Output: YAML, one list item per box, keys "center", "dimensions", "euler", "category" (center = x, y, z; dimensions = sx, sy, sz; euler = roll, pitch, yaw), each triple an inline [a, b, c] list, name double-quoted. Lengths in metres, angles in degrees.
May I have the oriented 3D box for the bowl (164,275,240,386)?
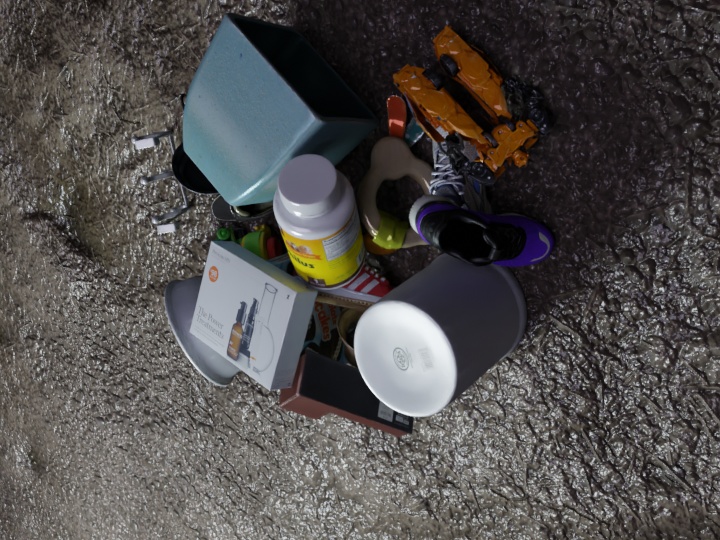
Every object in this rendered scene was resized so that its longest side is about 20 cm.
- center: [-0.236, 0.085, 1.398]
  dimensions: [0.089, 0.201, 0.203]
  euler: [-28, 90, 10]
  category: "bowl"

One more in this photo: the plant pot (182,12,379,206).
- center: [-0.131, -0.202, 1.149]
  dimensions: [0.197, 0.195, 0.200]
  euler: [48, 115, 11]
  category: "plant pot"

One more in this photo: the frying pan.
- center: [-0.274, -0.195, 1.349]
  dimensions: [0.190, 0.114, 0.031]
  euler: [45, 153, 15]
  category: "frying pan"

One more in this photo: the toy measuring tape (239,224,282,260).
- center: [-0.163, 0.002, 1.302]
  dimensions: [0.072, 0.203, 0.074]
  euler: [1, 142, 0]
  category: "toy measuring tape"

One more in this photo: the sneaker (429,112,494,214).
- center: [0.128, -0.116, 1.088]
  dimensions: [0.076, 0.085, 0.204]
  euler: [-7, 103, 38]
  category: "sneaker"

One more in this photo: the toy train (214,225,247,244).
- center: [-0.191, 0.013, 1.362]
  dimensions: [0.042, 0.055, 0.203]
  euler: [121, 134, -58]
  category: "toy train"

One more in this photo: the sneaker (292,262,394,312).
- center: [0.000, 0.000, 1.240]
  dimensions: [0.196, 0.071, 0.114]
  euler: [13, 74, 1]
  category: "sneaker"

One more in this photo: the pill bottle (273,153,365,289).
- center: [-0.055, -0.065, 1.112]
  dimensions: [0.108, 0.110, 0.201]
  euler: [32, 159, 22]
  category: "pill bottle"

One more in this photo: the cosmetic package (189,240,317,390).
- center: [-0.163, 0.062, 1.223]
  dimensions: [0.198, 0.051, 0.153]
  euler: [27, 106, 37]
  category: "cosmetic package"

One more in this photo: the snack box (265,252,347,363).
- center: [-0.085, 0.069, 1.299]
  dimensions: [0.037, 0.115, 0.204]
  euler: [10, 114, 48]
  category: "snack box"

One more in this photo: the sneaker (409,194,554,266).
- center: [0.162, -0.034, 1.029]
  dimensions: [0.100, 0.196, 0.071]
  euler: [-122, 45, -65]
  category: "sneaker"

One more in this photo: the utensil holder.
- center: [0.107, 0.080, 1.107]
  dimensions: [0.168, 0.199, 0.173]
  euler: [15, 116, 32]
  category: "utensil holder"

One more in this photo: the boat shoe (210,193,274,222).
- center: [-0.181, -0.115, 1.332]
  dimensions: [0.198, 0.066, 0.073]
  euler: [-9, 103, 39]
  category: "boat shoe"

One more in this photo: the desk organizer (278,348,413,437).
- center: [-0.019, 0.195, 1.253]
  dimensions: [0.198, 0.073, 0.077]
  euler: [23, 146, -23]
  category: "desk organizer"

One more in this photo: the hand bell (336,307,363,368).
- center: [-0.007, 0.154, 1.311]
  dimensions: [0.104, 0.104, 0.202]
  euler: [38, 138, 19]
  category: "hand bell"

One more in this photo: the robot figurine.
- center: [0.141, -0.202, 1.038]
  dimensions: [0.145, 0.058, 0.201]
  euler: [-41, 79, 0]
  category: "robot figurine"

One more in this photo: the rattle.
- center: [0.051, -0.131, 1.177]
  dimensions: [0.128, 0.143, 0.204]
  euler: [-8, 88, 6]
  category: "rattle"

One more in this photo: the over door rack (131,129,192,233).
- center: [-0.333, -0.150, 1.360]
  dimensions: [0.065, 0.200, 0.150]
  euler: [-12, 104, -2]
  category: "over door rack"
